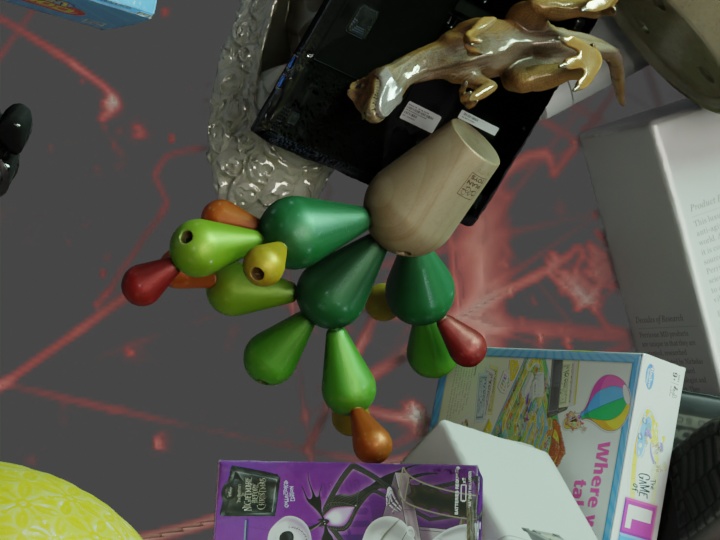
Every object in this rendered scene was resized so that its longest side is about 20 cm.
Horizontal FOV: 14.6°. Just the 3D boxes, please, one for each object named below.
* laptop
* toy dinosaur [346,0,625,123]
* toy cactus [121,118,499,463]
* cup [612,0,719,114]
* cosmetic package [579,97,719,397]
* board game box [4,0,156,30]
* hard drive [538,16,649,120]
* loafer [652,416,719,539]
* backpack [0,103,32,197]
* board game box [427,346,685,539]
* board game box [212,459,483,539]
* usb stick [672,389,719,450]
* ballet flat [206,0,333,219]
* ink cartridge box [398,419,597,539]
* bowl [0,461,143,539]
[{"bbox_3d":[0.025,-0.148,1.361,0.177,0.103,0.200,21,103,-49],"label":"laptop"},{"bbox_3d":[0.083,-0.107,1.328,0.199,0.106,0.061,-7,87,-38],"label":"toy dinosaur"},{"bbox_3d":[0.000,0.000,1.326,0.200,0.102,0.165,29,114,-35],"label":"toy cactus"},{"bbox_3d":[0.203,-0.162,1.409,0.143,0.200,0.200,-42,109,-10],"label":"cup"},{"bbox_3d":[0.196,0.008,1.483,0.101,0.071,0.201,-18,97,-30],"label":"cosmetic package"},{"bbox_3d":[-0.174,-0.231,1.280,0.195,0.056,0.201,15,80,-30],"label":"board game box"},{"bbox_3d":[0.143,-0.178,1.488,0.200,0.027,0.132,-28,102,-30],"label":"hard drive"},{"bbox_3d":[0.157,0.140,1.379,0.071,0.200,0.073,15,58,-24],"label":"loafer"},{"bbox_3d":[-0.256,-0.062,1.152,0.190,0.200,0.154,-30,98,-22],"label":"backpack"},{"bbox_3d":[0.081,0.139,1.367,0.034,0.134,0.201,20,78,-42],"label":"board game box"},{"bbox_3d":[-0.009,0.183,1.226,0.120,0.032,0.201,-1,72,10],"label":"board game box"},{"bbox_3d":[0.174,0.089,1.421,0.199,0.033,0.056,10,79,10],"label":"usb stick"},{"bbox_3d":[-0.028,-0.114,1.358,0.072,0.072,0.201,13,81,-30],"label":"ballet flat"},{"bbox_3d":[0.056,0.191,1.286,0.083,0.200,0.145,19,121,-43],"label":"ink cartridge box"},{"bbox_3d":[-0.134,0.180,1.220,0.200,0.107,0.201,8,79,-48],"label":"bowl"}]
